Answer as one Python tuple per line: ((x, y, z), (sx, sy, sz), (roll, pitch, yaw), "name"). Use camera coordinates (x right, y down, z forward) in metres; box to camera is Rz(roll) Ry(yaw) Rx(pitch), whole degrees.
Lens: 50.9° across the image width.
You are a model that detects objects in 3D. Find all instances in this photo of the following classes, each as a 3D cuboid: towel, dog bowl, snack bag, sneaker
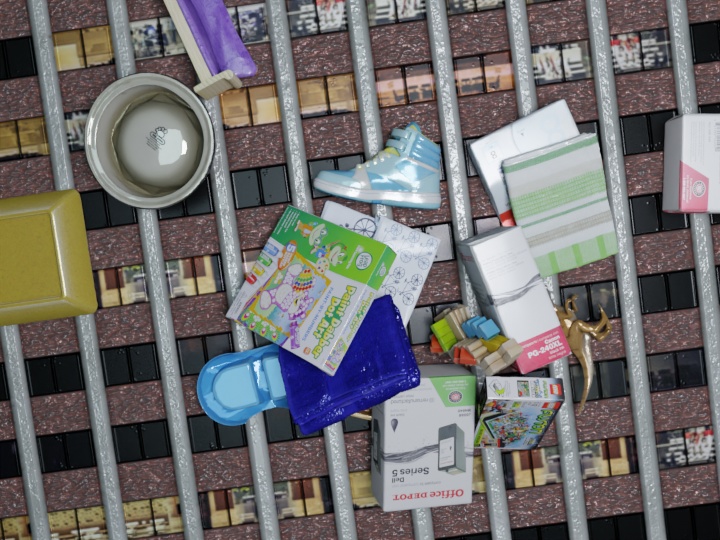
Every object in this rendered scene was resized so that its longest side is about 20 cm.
((-0.023, 0.134, 1.092), (0.199, 0.050, 0.149), (-25, 67, 14), "towel")
((0.306, -0.097, 1.159), (0.148, 0.031, 0.202), (-17, 110, 3), "towel")
((-0.154, 0.171, 1.188), (0.198, 0.050, 0.113), (-14, 93, 2), "dog bowl")
((-0.312, -0.194, 1.154), (0.198, 0.074, 0.202), (0, 95, 3), "dog bowl")
((0.000, 0.000, 1.160), (0.199, 0.021, 0.190), (23, 80, 8), "snack bag")
((0.031, -0.167, 1.155), (0.198, 0.080, 0.132), (6, 95, -9), "sneaker")

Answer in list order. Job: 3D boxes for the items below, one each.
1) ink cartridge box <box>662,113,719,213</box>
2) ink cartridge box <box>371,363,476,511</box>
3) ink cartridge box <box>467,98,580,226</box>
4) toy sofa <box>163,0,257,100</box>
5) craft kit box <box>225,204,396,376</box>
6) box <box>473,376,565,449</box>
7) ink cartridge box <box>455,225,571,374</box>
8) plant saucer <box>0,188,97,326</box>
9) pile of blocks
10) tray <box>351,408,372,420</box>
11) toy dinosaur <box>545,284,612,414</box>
((0.571, -0.160, 1.144), (0.198, 0.085, 0.147), (1, 93, 2), "ink cartridge box")
((0.094, 0.252, 1.152), (0.144, 0.084, 0.202), (-1, 97, -13), "ink cartridge box")
((0.277, -0.138, 1.167), (0.159, 0.047, 0.201), (-25, 91, 2), "ink cartridge box")
((-0.240, -0.370, 1.144), (0.097, 0.083, 0.201), (-25, 93, 2), "toy sofa")
((-0.075, 0.024, 1.116), (0.196, 0.049, 0.201), (23, 80, 29), "craft kit box")
((0.225, 0.214, 1.119), (0.109, 0.201, 0.035), (1, 58, 1), "box")
((0.223, 0.037, 1.127), (0.083, 0.145, 0.202), (-22, 93, 0), "ink cartridge box")
((-0.530, -0.016, 1.183), (0.198, 0.048, 0.202), (-8, 94, 1), "plant saucer")
((0.149, 0.102, 1.105), (0.062, 0.200, 0.083), (-26, 105, -23), "pile of blocks")
((0.007, 0.128, 1.190), (0.098, 0.037, 0.202), (12, 94, 0), "tray")
((0.342, 0.106, 1.182), (0.106, 0.060, 0.201), (-29, 82, 15), "toy dinosaur")
